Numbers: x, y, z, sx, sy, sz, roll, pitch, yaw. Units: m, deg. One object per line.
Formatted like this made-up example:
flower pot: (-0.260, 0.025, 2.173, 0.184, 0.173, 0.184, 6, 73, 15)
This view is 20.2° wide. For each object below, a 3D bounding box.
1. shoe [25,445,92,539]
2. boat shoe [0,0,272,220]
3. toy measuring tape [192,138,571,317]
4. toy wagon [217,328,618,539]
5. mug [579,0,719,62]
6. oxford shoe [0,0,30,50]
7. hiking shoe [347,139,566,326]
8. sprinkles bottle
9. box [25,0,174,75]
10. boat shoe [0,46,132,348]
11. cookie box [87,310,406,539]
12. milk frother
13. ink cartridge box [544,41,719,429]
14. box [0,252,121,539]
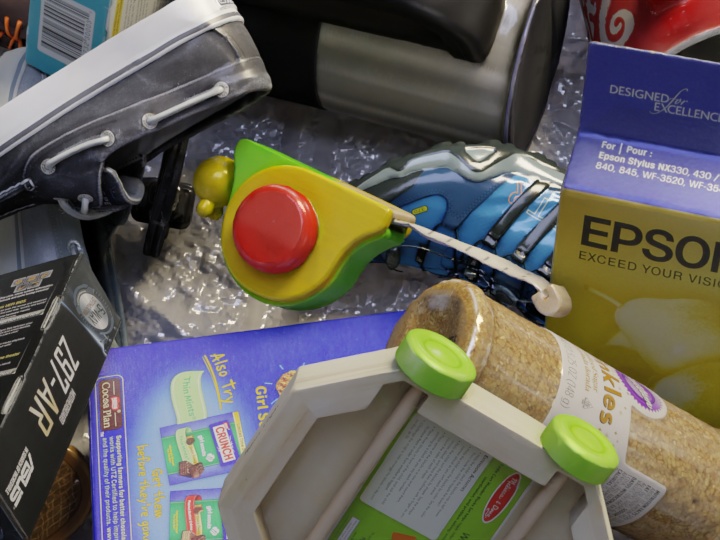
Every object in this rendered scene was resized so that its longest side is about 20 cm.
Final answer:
shoe: (-0.212, 0.147, 0.954, 0.199, 0.053, 0.070, -32, 97, -10)
boat shoe: (-0.132, -0.057, 0.979, 0.199, 0.072, 0.068, -31, 84, 11)
toy measuring tape: (0.000, 0.000, 0.956, 0.199, 0.074, 0.074, 26, 61, 21)
toy wagon: (0.042, 0.119, 0.832, 0.199, 0.156, 0.040, 30, 22, -9)
mug: (0.175, -0.169, 1.067, 0.133, 0.178, 0.201, -8, 51, -2)
oxford shoe: (-0.205, -0.158, 1.144, 0.199, 0.071, 0.073, -7, 60, -2)
hiking shoe: (0.082, -0.013, 1.018, 0.199, 0.075, 0.087, -1, 57, -2)
sprinkles bottle: (0.102, 0.074, 0.898, 0.199, 0.068, 0.069, 29, 50, -29)
box: (-0.106, -0.188, 1.092, 0.049, 0.082, 0.200, 27, 51, 9)
boat shoe: (-0.150, -0.032, 1.050, 0.071, 0.070, 0.202, -13, 62, 10)
cookie box: (-0.022, 0.114, 0.943, 0.199, 0.075, 0.172, -7, 55, -1)
milk frother: (-0.009, -0.090, 1.063, 0.187, 0.180, 0.201, 15, 101, 14)
ink cartridge box: (0.186, 0.006, 0.928, 0.196, 0.201, 0.047, 11, 42, 12)
box: (-0.224, 0.075, 0.931, 0.199, 0.044, 0.161, -15, 31, 20)
